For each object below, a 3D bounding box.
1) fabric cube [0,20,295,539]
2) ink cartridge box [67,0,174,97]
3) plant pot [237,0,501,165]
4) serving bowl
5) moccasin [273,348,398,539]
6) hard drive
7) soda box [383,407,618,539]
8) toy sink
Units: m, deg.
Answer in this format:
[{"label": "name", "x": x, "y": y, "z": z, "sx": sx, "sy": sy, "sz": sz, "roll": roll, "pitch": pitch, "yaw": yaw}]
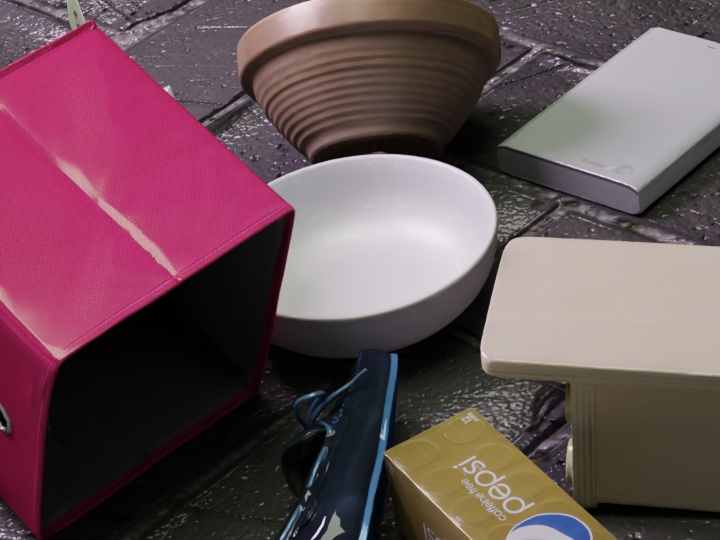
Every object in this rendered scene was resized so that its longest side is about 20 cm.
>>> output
[{"label": "fabric cube", "x": -0.186, "y": 0.005, "z": 1.452, "sx": 0.199, "sy": 0.197, "sz": 0.199, "roll": -34, "pitch": 66, "yaw": -32}, {"label": "ink cartridge box", "x": -0.156, "y": -0.108, "z": 1.626, "sx": 0.048, "sy": 0.202, "sz": 0.146, "roll": -17, "pitch": -5, "yaw": -8}, {"label": "plant pot", "x": 0.009, "y": -0.128, "z": 1.709, "sx": 0.199, "sy": 0.201, "sz": 0.094, "roll": -7, "pitch": 75, "yaw": 5}, {"label": "serving bowl", "x": 0.000, "y": 0.000, "z": 1.582, "sx": 0.198, "sy": 0.066, "sz": 0.201, "roll": -8, "pitch": 33, "yaw": 5}, {"label": "moccasin", "x": -0.017, "y": 0.114, "z": 1.402, "sx": 0.068, "sy": 0.081, "sz": 0.201, "roll": 7, "pitch": 35, "yaw": 6}, {"label": "hard drive", "x": 0.215, "y": -0.116, "z": 1.732, "sx": 0.131, "sy": 0.026, "sz": 0.200, "roll": 20, "pitch": 44, "yaw": 38}, {"label": "soda box", "x": 0.092, "y": 0.162, "z": 1.319, "sx": 0.067, "sy": 0.064, "sz": 0.200, "roll": -24, "pitch": 36, "yaw": -20}, {"label": "toy sink", "x": 0.179, "y": 0.066, "z": 1.396, "sx": 0.198, "sy": 0.113, "sz": 0.131, "roll": 3, "pitch": 35, "yaw": 11}]
